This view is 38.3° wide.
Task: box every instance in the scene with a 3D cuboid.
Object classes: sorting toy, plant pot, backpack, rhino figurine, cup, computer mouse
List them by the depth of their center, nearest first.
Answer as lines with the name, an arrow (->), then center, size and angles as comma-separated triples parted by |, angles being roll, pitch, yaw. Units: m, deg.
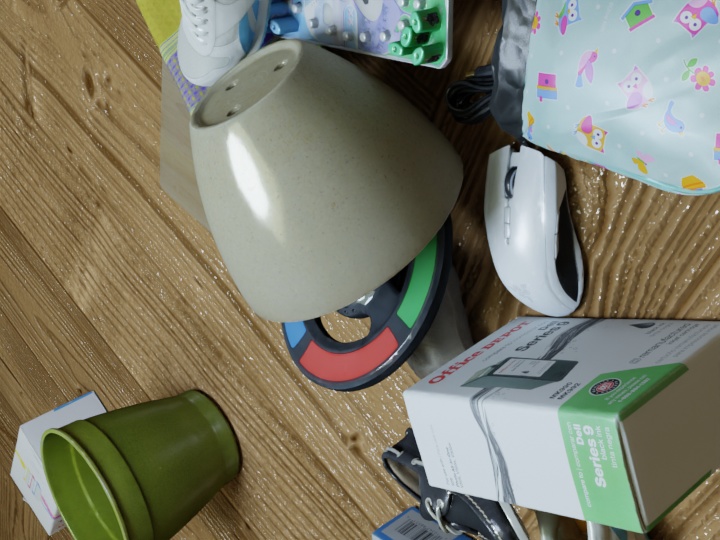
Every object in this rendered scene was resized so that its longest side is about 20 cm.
backpack -> 0.174, -0.117, 0.589 | 0.199, 0.126, 0.168 | 27, 127, 36
computer mouse -> 0.119, -0.053, 0.764 | 0.109, 0.044, 0.201 | 5, 115, 49
cup -> -0.045, -0.083, 0.769 | 0.200, 0.201, 0.143 | 4, 140, 50
rhino figurine -> 0.067, 0.070, 0.892 | 0.087, 0.060, 0.201 | -2, 111, 55
sorting toy -> -0.103, -0.119, 0.980 | 0.200, 0.069, 0.200 | 39, 137, 30
plant pot -> -0.262, 0.246, 1.293 | 0.200, 0.192, 0.202 | 29, 133, 38

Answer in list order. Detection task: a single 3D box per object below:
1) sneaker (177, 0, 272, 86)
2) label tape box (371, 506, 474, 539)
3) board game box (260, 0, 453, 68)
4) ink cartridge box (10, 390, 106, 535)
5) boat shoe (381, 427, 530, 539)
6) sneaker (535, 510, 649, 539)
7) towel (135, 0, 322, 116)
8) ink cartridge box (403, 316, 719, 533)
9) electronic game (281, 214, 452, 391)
sneaker -> -0.106, -0.211, 0.758 | 0.077, 0.080, 0.200 | 55, 141, 18
label tape box -> 0.090, 0.356, 1.030 | 0.144, 0.063, 0.201 | 18, 124, 46
board game box -> -0.014, -0.251, 0.714 | 0.199, 0.026, 0.202 | 23, 122, 45
ink cartridge box -> -0.458, 0.309, 1.632 | 0.125, 0.128, 0.200 | 51, 143, 17
boat shoe -> 0.073, 0.180, 0.839 | 0.074, 0.060, 0.200 | 65, 169, -24
sneaker -> 0.190, 0.237, 0.807 | 0.076, 0.081, 0.201 | -24, 92, 53
towel -> -0.117, -0.215, 0.891 | 0.143, 0.023, 0.201 | -35, 66, 20
ink cartridge box -> 0.149, 0.098, 0.730 | 0.199, 0.145, 0.085 | -2, 110, 51
electronic game -> 0.000, 0.000, 0.855 | 0.199, 0.041, 0.202 | -23, 58, 42
